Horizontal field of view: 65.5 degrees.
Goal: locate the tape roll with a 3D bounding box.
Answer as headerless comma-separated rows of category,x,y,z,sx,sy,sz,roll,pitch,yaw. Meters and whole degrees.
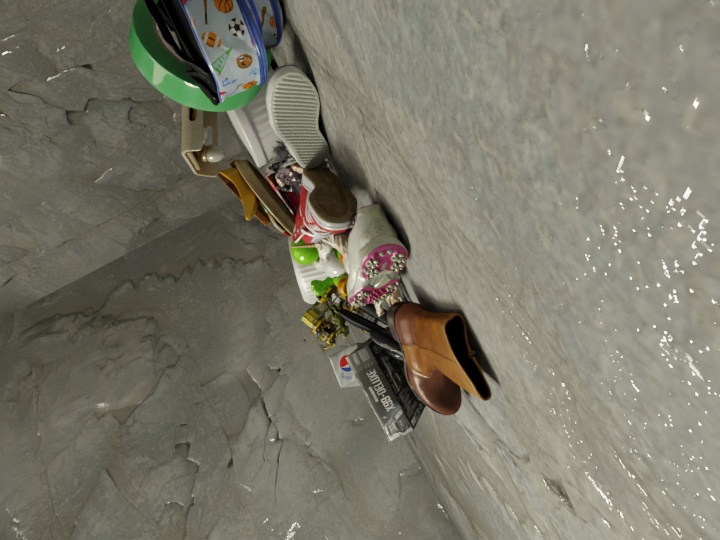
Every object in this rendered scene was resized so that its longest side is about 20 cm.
tape roll,-0.232,-0.331,0.825,0.201,0.199,0.048,60,144,10

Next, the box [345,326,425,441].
box,0.059,0.191,1.006,0.159,0.050,0.200,61,-162,2

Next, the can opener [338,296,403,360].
can opener,0.033,0.088,0.934,0.079,0.064,0.200,43,173,-40

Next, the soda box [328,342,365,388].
soda box,0.019,0.183,1.098,0.200,0.068,0.064,16,-132,-64

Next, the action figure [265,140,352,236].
action figure,-0.087,-0.137,0.959,0.201,0.069,0.130,54,157,-19

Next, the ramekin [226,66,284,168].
ramekin,-0.186,-0.292,0.989,0.203,0.094,0.202,60,173,12

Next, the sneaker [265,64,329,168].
sneaker,-0.107,-0.240,0.800,0.115,0.072,0.201,62,173,20

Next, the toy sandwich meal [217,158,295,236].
toy sandwich meal,-0.198,-0.131,1.076,0.206,0.070,0.205,52,-178,-3

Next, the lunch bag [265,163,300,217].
lunch bag,-0.125,-0.158,1.191,0.177,0.082,0.200,59,172,-13

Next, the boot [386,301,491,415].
boot,0.119,0.127,0.722,0.190,0.068,0.200,71,164,-9

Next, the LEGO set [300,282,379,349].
LEGO set,-0.029,0.108,1.182,0.116,0.154,0.200,37,165,17

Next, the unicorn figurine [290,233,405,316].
unicorn figurine,0.000,0.000,0.911,0.199,0.074,0.138,9,136,45

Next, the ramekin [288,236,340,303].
ramekin,-0.105,-0.016,1.307,0.202,0.093,0.204,166,90,-88

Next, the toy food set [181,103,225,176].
toy food set,-0.273,-0.256,0.983,0.200,0.060,0.145,160,109,-80

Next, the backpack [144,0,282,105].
backpack,-0.181,-0.318,0.704,0.200,0.153,0.192,180,71,-85

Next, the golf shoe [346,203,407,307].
golf shoe,0.015,-0.015,0.775,0.200,0.075,0.092,111,145,-62

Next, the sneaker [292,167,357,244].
sneaker,-0.055,-0.069,0.825,0.200,0.071,0.113,-113,31,-60

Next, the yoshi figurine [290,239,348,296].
yoshi figurine,-0.072,-0.021,1.074,0.112,0.112,0.200,55,166,-31
